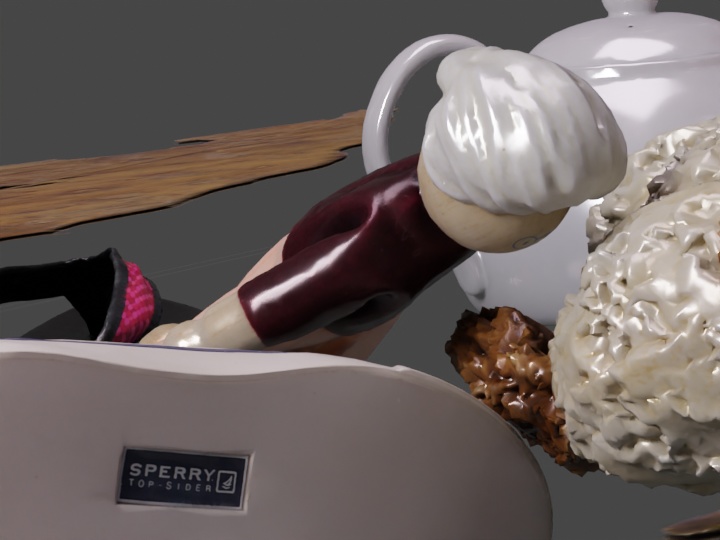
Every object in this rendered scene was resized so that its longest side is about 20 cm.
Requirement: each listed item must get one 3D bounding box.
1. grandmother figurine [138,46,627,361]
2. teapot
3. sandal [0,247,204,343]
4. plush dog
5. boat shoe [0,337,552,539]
[{"bbox_3d":[0.000,0.000,0.802,0.200,0.061,0.121,-36,8,46],"label":"grandmother figurine"},{"bbox_3d":[0.126,-0.058,1.376,0.197,0.146,0.200,-4,8,22],"label":"teapot"},{"bbox_3d":[-0.094,0.020,0.919,0.075,0.045,0.200,-4,7,16],"label":"sandal"},{"bbox_3d":[0.121,0.011,0.774,0.172,0.161,0.200,-11,-18,-40],"label":"plush dog"},{"bbox_3d":[-0.051,0.049,0.753,0.200,0.075,0.093,15,-5,-37],"label":"boat shoe"}]
